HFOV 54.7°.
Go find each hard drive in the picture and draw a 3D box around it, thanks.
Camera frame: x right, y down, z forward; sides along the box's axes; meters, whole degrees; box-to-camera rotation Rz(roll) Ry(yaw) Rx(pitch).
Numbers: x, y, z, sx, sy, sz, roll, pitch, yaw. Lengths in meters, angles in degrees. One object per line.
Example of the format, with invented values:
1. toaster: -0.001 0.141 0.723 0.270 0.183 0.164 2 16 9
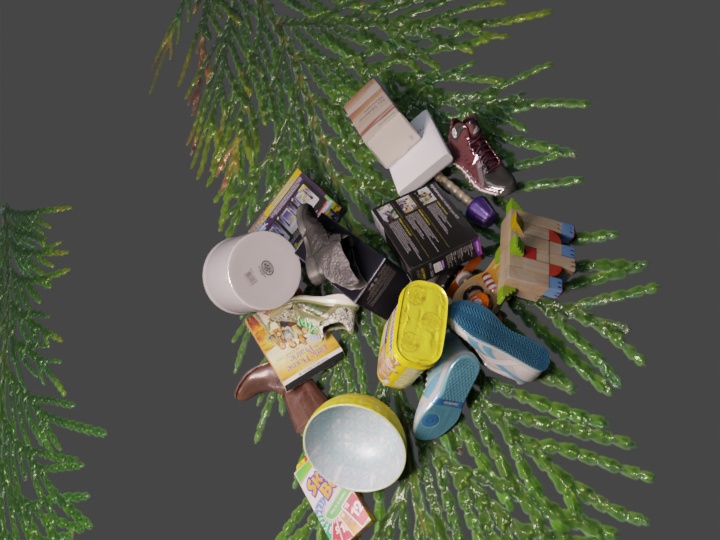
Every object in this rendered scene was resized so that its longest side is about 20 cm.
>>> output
1. hard drive: 0.117 -0.251 1.478 0.131 0.026 0.201 -38 35 18

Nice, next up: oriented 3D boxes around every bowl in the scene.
1. bowl: -0.001 0.304 1.315 0.198 0.202 0.108 -22 19 23

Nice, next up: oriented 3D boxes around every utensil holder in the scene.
1. utensil holder: -0.228 0.005 1.463 0.199 0.168 0.173 -9 62 64

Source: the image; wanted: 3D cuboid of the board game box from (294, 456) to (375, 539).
1. board game box: -0.057 0.435 1.364 0.096 0.030 0.201 -44 52 9

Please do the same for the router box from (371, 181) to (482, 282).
1. router box: 0.125 -0.076 1.353 0.147 0.051 0.201 -24 45 -5

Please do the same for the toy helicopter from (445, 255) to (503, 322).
1. toy helicopter: 0.241 0.013 1.326 0.131 0.079 0.201 26 75 45

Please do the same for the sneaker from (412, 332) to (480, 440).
1. sneaker: 0.146 0.208 1.304 0.202 0.079 0.131 -62 25 20

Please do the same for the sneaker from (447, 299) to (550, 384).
1. sneaker: 0.229 0.130 1.223 0.199 0.081 0.077 35 52 8

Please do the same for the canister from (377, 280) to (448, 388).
1. canister: 0.089 0.124 1.267 0.085 0.200 0.151 12 67 -4

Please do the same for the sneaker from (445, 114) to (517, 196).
1. sneaker: 0.234 -0.237 1.380 0.075 0.117 0.200 -29 50 -22

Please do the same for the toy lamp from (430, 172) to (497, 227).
1. toy lamp: 0.200 -0.156 1.415 0.058 0.058 0.200 -49 54 6

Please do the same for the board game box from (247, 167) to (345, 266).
1. board game box: -0.151 -0.112 1.622 0.201 0.057 0.165 -50 51 6

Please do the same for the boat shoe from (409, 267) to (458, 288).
1. boat shoe: 0.161 -0.003 1.373 0.069 0.066 0.201 -9 42 49

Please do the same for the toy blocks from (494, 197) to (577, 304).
1. toy blocks: 0.322 -0.021 1.250 0.134 0.100 0.203 14 57 -5

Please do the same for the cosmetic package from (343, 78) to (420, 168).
1. cosmetic package: 0.044 -0.326 1.528 0.103 0.087 0.201 -40 37 11

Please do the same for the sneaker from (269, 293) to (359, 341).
1. sneaker: -0.097 0.103 1.457 0.196 0.077 0.090 -6 63 8

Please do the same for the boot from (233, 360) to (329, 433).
1. boot: -0.164 0.281 1.472 0.186 0.064 0.201 -42 58 10

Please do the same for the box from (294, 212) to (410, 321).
1. box: 0.000 0.000 1.403 0.199 0.182 0.105 37 92 36

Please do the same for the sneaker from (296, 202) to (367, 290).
1. sneaker: -0.056 -0.049 1.311 0.103 0.060 0.203 -22 66 25

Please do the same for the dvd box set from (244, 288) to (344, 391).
1. dvd box set: -0.143 0.144 1.493 0.145 0.030 0.201 -29 54 -13
